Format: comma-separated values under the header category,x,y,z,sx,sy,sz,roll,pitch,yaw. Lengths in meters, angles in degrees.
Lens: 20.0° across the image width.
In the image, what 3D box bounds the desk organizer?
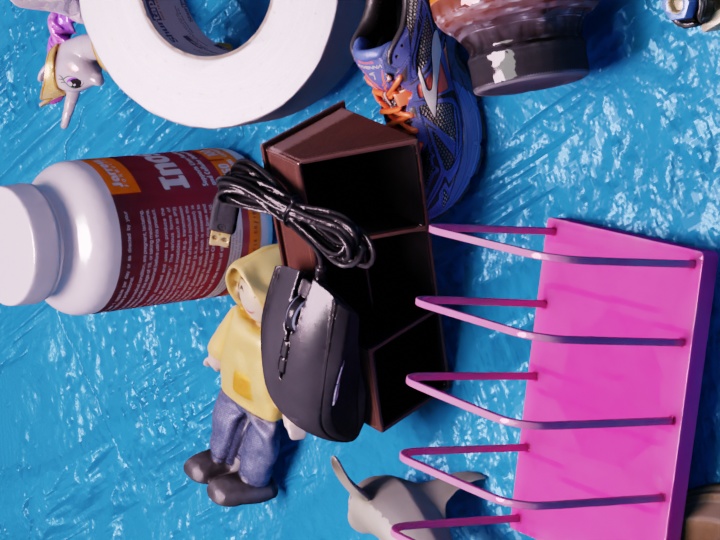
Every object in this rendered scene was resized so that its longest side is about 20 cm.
category,x,y,z,sx,sy,sz,roll,pitch,yaw
desk organizer,0.000,0.000,1.336,0.077,0.072,0.200,26,136,42

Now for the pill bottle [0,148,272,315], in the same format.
category,x,y,z,sx,sy,sz,roll,pitch,yaw
pill bottle,-0.173,-0.028,1.489,0.113,0.200,0.113,12,105,49

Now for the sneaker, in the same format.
category,x,y,z,sx,sy,sz,roll,pitch,yaw
sneaker,0.028,-0.128,1.320,0.075,0.078,0.200,8,105,51

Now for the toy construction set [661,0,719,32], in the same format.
category,x,y,z,sx,sy,sz,roll,pitch,yaw
toy construction set,0.204,-0.199,1.092,0.131,0.092,0.200,-30,62,49

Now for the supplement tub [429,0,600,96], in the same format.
category,x,y,z,sx,sy,sz,roll,pitch,yaw
supplement tub,0.086,-0.208,1.215,0.107,0.107,0.200,-12,87,51

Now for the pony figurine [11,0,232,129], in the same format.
category,x,y,z,sx,sy,sz,roll,pitch,yaw
pony figurine,-0.187,-0.213,1.537,0.200,0.166,0.193,-8,98,36

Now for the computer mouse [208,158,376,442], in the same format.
category,x,y,z,sx,sy,sz,roll,pitch,yaw
computer mouse,-0.057,0.026,1.324,0.140,0.046,0.200,34,141,29

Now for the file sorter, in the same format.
category,x,y,z,sx,sy,sz,roll,pitch,yaw
file sorter,0.105,0.076,1.200,0.139,0.125,0.200,16,102,54

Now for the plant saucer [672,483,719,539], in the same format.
category,x,y,z,sx,sy,sz,roll,pitch,yaw
plant saucer,0.218,0.224,1.189,0.200,0.029,0.200,11,104,49

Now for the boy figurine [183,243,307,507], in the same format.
category,x,y,z,sx,sy,sz,roll,pitch,yaw
boy figurine,-0.075,0.076,1.497,0.124,0.064,0.200,42,130,42

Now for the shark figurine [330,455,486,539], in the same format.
category,x,y,z,sx,sy,sz,roll,pitch,yaw
shark figurine,0.057,0.177,1.346,0.214,0.089,0.128,47,164,46

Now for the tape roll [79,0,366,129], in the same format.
category,x,y,z,sx,sy,sz,roll,pitch,yaw
tape roll,-0.093,-0.199,1.402,0.200,0.066,0.200,4,100,22
